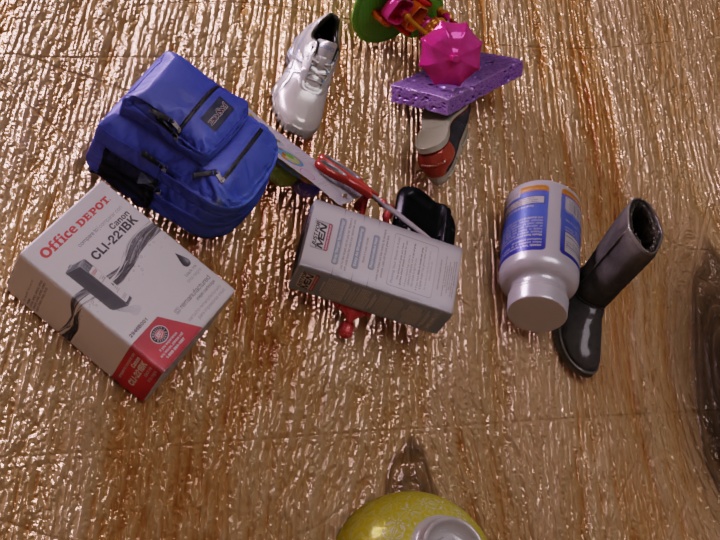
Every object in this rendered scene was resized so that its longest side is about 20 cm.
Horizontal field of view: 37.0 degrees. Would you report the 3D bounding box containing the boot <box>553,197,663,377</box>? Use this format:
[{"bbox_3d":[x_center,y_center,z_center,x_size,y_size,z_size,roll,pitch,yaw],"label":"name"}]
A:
[{"bbox_3d":[0.342,0.026,1.468,0.072,0.200,0.183,12,55,-26],"label":"boot"}]

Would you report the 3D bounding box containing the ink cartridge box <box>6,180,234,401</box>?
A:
[{"bbox_3d":[-0.265,0.020,1.194,0.200,0.084,0.145,39,49,-2],"label":"ink cartridge box"}]

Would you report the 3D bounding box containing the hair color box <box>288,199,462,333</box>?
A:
[{"bbox_3d":[0.020,-0.004,1.334,0.199,0.061,0.100,18,57,-10],"label":"hair color box"}]

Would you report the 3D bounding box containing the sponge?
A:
[{"bbox_3d":[0.148,-0.289,1.636,0.111,0.030,0.200,19,36,37],"label":"sponge"}]

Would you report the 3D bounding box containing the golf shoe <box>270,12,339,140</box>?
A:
[{"bbox_3d":[-0.070,-0.278,1.499,0.078,0.097,0.201,19,54,-20],"label":"golf shoe"}]

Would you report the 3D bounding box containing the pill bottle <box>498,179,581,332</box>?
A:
[{"bbox_3d":[0.251,-0.018,1.504,0.111,0.112,0.201,23,52,-15],"label":"pill bottle"}]

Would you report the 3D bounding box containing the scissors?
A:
[{"bbox_3d":[0.023,-0.096,1.409,0.199,0.014,0.073,33,14,9],"label":"scissors"}]

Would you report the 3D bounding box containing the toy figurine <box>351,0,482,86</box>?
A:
[{"bbox_3d":[0.112,-0.344,1.600,0.184,0.150,0.199,50,22,27],"label":"toy figurine"}]

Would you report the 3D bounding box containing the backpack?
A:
[{"bbox_3d":[-0.202,-0.143,1.287,0.200,0.168,0.163,37,60,-6],"label":"backpack"}]

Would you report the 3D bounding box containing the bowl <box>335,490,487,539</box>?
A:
[{"bbox_3d":[0.078,0.324,1.179,0.199,0.108,0.201,15,53,-21],"label":"bowl"}]

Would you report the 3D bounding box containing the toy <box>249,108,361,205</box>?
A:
[{"bbox_3d":[-0.100,-0.139,1.409,0.200,0.047,0.115,41,18,5],"label":"toy"}]

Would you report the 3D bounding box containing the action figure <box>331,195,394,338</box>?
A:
[{"bbox_3d":[0.000,0.000,1.387,0.065,0.052,0.201,21,55,-11],"label":"action figure"}]

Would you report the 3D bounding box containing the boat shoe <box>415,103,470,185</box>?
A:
[{"bbox_3d":[0.126,-0.198,1.583,0.200,0.071,0.063,-66,139,-53],"label":"boat shoe"}]

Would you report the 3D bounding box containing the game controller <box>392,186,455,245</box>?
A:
[{"bbox_3d":[0.081,-0.022,1.448,0.104,0.042,0.201,28,49,-22],"label":"game controller"}]
